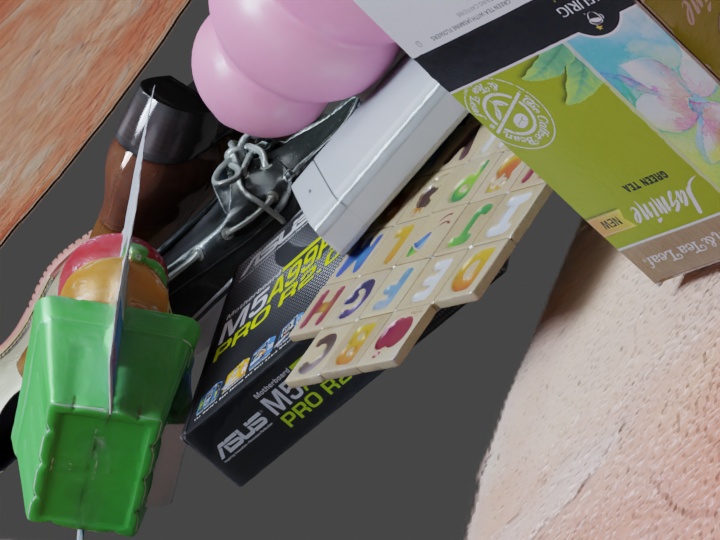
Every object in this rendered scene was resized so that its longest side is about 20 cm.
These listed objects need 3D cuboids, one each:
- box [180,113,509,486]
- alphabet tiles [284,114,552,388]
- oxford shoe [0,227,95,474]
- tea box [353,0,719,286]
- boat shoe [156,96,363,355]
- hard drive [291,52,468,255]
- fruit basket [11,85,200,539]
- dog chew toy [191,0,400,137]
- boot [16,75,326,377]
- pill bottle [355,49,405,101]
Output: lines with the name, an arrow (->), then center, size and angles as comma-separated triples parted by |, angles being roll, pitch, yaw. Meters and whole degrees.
box -> 0.000, 0.000, 1.537 | 0.200, 0.044, 0.161 | -40, 20, 29
alphabet tiles -> 0.042, -0.027, 1.402 | 0.200, 0.006, 0.166 | -55, 20, -24
oxford shoe -> -0.177, 0.049, 1.885 | 0.200, 0.071, 0.074 | -49, 41, 1
tea box -> 0.134, -0.139, 1.229 | 0.133, 0.197, 0.200 | -23, 29, 54
boat shoe -> -0.058, -0.042, 1.737 | 0.199, 0.068, 0.074 | -45, 17, 16
hard drive -> 0.043, -0.100, 1.504 | 0.200, 0.027, 0.132 | -48, 11, 4
fruit basket -> -0.127, 0.033, 1.624 | 0.186, 0.093, 0.201 | 107, 176, -47
dog chew toy -> -0.021, -0.145, 1.545 | 0.200, 0.124, 0.125 | -51, 12, 40
boot -> -0.108, -0.020, 1.817 | 0.188, 0.068, 0.201 | -20, -42, -62
pill bottle -> 0.043, -0.179, 1.695 | 0.116, 0.116, 0.200 | -40, 19, 27
